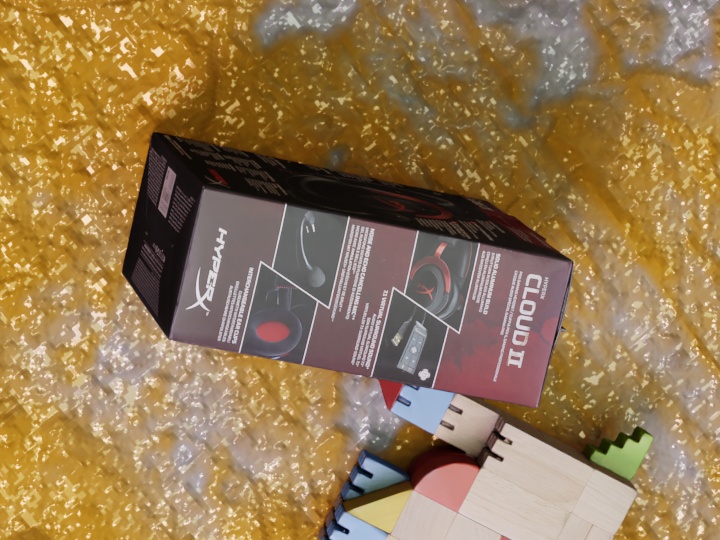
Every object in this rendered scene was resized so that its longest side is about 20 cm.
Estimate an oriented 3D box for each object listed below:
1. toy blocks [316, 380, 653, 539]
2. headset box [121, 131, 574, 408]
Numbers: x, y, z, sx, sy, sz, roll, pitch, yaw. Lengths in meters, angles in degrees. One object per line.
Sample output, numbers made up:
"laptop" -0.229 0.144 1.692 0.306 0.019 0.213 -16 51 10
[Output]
"toy blocks" 0.041 0.141 1.380 0.136 0.100 0.201 27 94 -6
"headset box" 0.000 0.000 1.302 0.199 0.149 0.075 11 99 -16
